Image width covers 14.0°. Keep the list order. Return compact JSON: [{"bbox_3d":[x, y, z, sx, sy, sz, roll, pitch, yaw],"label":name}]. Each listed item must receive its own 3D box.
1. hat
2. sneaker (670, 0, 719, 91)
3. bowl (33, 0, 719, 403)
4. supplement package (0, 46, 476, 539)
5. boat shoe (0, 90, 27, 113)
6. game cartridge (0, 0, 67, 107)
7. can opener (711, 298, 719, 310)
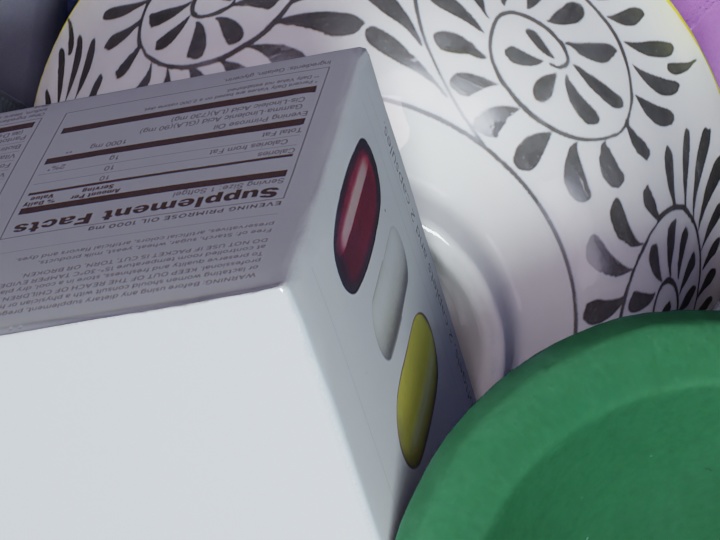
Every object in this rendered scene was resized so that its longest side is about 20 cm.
[{"bbox_3d":[0.076,0.125,0.708,0.165,0.176,0.200,-36,84,-21],"label":"hat"},{"bbox_3d":[0.033,-0.043,0.833,0.200,0.073,0.115,-32,81,6],"label":"sneaker"},{"bbox_3d":[0.000,0.000,0.774,0.200,0.094,0.201,3,116,6],"label":"bowl"},{"bbox_3d":[-0.051,0.070,0.701,0.155,0.111,0.201,-9,119,16],"label":"supplement package"},{"bbox_3d":[-0.137,-0.028,0.805,0.067,0.200,0.074,1,62,18],"label":"boat shoe"},{"bbox_3d":[-0.178,-0.063,0.813,0.199,0.133,0.041,-8,52,-20],"label":"game cartridge"},{"bbox_3d":[0.122,0.027,0.784,0.066,0.053,0.200,35,69,22],"label":"can opener"}]
